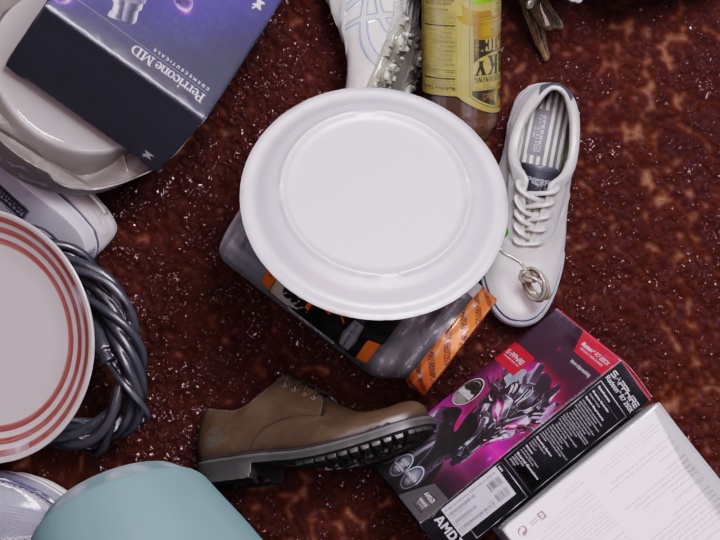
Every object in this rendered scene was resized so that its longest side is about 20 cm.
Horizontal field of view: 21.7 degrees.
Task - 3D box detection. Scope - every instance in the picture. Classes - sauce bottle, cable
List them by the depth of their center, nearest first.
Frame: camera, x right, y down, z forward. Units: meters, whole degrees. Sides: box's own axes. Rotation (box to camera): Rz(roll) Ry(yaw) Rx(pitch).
[{"bbox_3d":[-0.242,0.057,1.485,0.200,0.051,0.163,28,104,15],"label":"cable"},{"bbox_3d":[0.080,-0.152,1.498,0.065,0.065,0.200,-1,106,1],"label":"sauce bottle"}]

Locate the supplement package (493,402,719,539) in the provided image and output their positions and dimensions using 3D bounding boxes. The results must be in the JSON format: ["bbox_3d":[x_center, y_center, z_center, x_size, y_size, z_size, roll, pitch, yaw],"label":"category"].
[{"bbox_3d":[0.221,0.227,1.432,0.152,0.151,0.200,-38,84,-4],"label":"supplement package"}]

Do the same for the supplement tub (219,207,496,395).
[{"bbox_3d":[0.000,0.000,1.474,0.200,0.123,0.123,37,85,4],"label":"supplement tub"}]

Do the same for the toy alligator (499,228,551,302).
[{"bbox_3d":[0.074,-0.049,1.466,0.054,0.059,0.200,-30,81,-46],"label":"toy alligator"}]

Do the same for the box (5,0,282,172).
[{"bbox_3d":[-0.153,-0.203,1.450,0.148,0.104,0.200,34,58,-12],"label":"box"}]

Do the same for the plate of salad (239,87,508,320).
[{"bbox_3d":[0.010,-0.048,1.403,0.200,0.048,0.200,2,61,-4],"label":"plate of salad"}]

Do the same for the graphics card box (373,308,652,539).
[{"bbox_3d":[0.113,0.124,1.457,0.200,0.125,0.051,-39,116,-2],"label":"graphics card box"}]

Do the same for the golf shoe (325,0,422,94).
[{"bbox_3d":[0.007,-0.201,1.532,0.097,0.078,0.200,14,79,20],"label":"golf shoe"}]

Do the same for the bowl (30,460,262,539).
[{"bbox_3d":[-0.172,0.218,1.433,0.201,0.201,0.105,-25,65,-2],"label":"bowl"}]

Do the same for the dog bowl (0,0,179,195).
[{"bbox_3d":[-0.227,-0.150,1.486,0.200,0.059,0.200,11,65,-23],"label":"dog bowl"}]

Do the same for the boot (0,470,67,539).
[{"bbox_3d":[-0.322,0.185,1.473,0.200,0.090,0.073,8,84,2],"label":"boot"}]

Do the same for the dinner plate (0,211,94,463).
[{"bbox_3d":[-0.292,0.050,1.463,0.200,0.024,0.200,2,96,18],"label":"dinner plate"}]

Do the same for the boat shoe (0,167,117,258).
[{"bbox_3d":[-0.277,-0.087,1.514,0.200,0.066,0.072,41,127,3],"label":"boat shoe"}]

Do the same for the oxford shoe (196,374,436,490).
[{"bbox_3d":[-0.039,0.117,1.470,0.200,0.073,0.084,-9,73,17],"label":"oxford shoe"}]

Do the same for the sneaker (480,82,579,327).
[{"bbox_3d":[0.133,-0.055,1.504,0.073,0.071,0.200,5,85,1],"label":"sneaker"}]

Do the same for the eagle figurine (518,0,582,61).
[{"bbox_3d":[0.202,-0.284,1.503,0.200,0.152,0.151,-27,64,3],"label":"eagle figurine"}]
